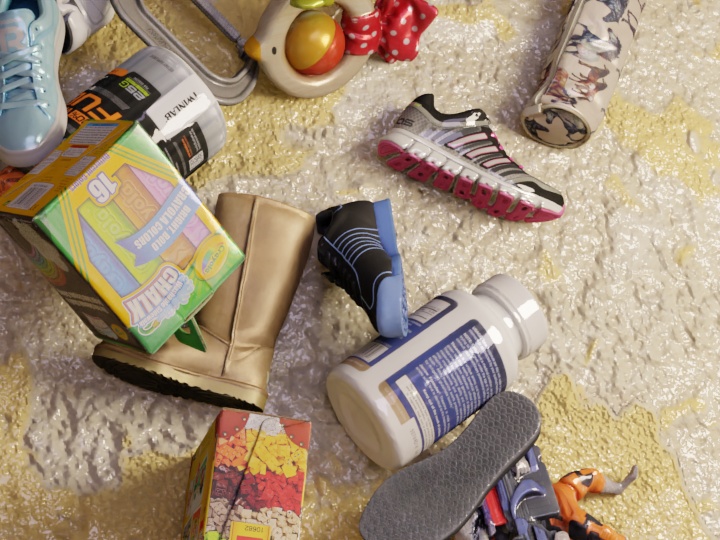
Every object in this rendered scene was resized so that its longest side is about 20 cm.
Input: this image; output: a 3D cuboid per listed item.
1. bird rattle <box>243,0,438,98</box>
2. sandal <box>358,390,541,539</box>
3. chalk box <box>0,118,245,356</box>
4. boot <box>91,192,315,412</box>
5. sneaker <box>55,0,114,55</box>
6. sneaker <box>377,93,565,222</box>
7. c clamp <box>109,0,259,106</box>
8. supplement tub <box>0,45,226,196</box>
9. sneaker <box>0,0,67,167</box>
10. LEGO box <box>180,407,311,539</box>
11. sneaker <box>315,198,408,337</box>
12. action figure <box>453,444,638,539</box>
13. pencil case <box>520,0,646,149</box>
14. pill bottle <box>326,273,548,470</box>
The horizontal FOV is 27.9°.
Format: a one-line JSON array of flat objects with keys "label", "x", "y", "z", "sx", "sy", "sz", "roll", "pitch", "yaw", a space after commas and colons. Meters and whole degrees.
[{"label": "bird rattle", "x": -0.031, "y": -0.246, "z": 1.441, "sx": 0.163, "sy": 0.200, "sz": 0.113, "roll": -49, "pitch": 53, "yaw": 8}, {"label": "sandal", "x": 0.087, "y": 0.193, "z": 1.318, "sx": 0.200, "sy": 0.043, "sz": 0.076, "roll": -36, "pitch": 66, "yaw": -15}, {"label": "chalk box", "x": -0.191, "y": -0.015, "z": 1.229, "sx": 0.124, "sy": 0.124, "sz": 0.200, "roll": -47, "pitch": 117, "yaw": -19}, {"label": "boot", "x": -0.144, "y": 0.020, "z": 1.356, "sx": 0.175, "sy": 0.066, "sz": 0.201, "roll": 19, "pitch": 68, "yaw": -17}, {"label": "sneaker", "x": -0.321, "y": -0.302, "z": 1.418, "sx": 0.200, "sy": 0.075, "sz": 0.081, "roll": 50, "pitch": 54, "yaw": 3}, {"label": "sneaker", "x": 0.121, "y": -0.117, "z": 1.459, "sx": 0.199, "sy": 0.074, "sz": 0.088, "roll": 24, "pitch": 74, "yaw": 0}, {"label": "c clamp", "x": -0.165, "y": -0.256, "z": 1.431, "sx": 0.200, "sy": 0.027, "sz": 0.171, "roll": 49, "pitch": 37, "yaw": -4}, {"label": "supplement tub", "x": -0.232, "y": -0.106, "z": 1.340, "sx": 0.123, "sy": 0.123, "sz": 0.200, "roll": 46, "pitch": 67, "yaw": 4}, {"label": "sneaker", "x": -0.305, "y": -0.185, "z": 1.282, "sx": 0.074, "sy": 0.082, "sz": 0.201, "roll": -12, "pitch": 55, "yaw": 4}, {"label": "LEGO box", "x": -0.104, "y": 0.214, "z": 1.223, "sx": 0.077, "sy": 0.200, "sz": 0.150, "roll": 9, "pitch": 70, "yaw": -11}, {"label": "sneaker", "x": 0.000, "y": 0.000, "z": 1.355, "sx": 0.078, "sy": 0.070, "sz": 0.200, "roll": -8, "pitch": 31, "yaw": 0}, {"label": "action figure", "x": 0.177, "y": 0.251, "z": 1.339, "sx": 0.193, "sy": 0.105, "sz": 0.201, "roll": 3, "pitch": 49, "yaw": -8}, {"label": "pencil case", "x": 0.232, "y": -0.223, "z": 1.520, "sx": 0.089, "sy": 0.078, "sz": 0.201, "roll": 34, "pitch": 66, "yaw": -24}, {"label": "pill bottle", "x": 0.076, "y": 0.088, "z": 1.359, "sx": 0.200, "sy": 0.111, "sz": 0.111, "roll": -33, "pitch": 83, "yaw": -21}]
